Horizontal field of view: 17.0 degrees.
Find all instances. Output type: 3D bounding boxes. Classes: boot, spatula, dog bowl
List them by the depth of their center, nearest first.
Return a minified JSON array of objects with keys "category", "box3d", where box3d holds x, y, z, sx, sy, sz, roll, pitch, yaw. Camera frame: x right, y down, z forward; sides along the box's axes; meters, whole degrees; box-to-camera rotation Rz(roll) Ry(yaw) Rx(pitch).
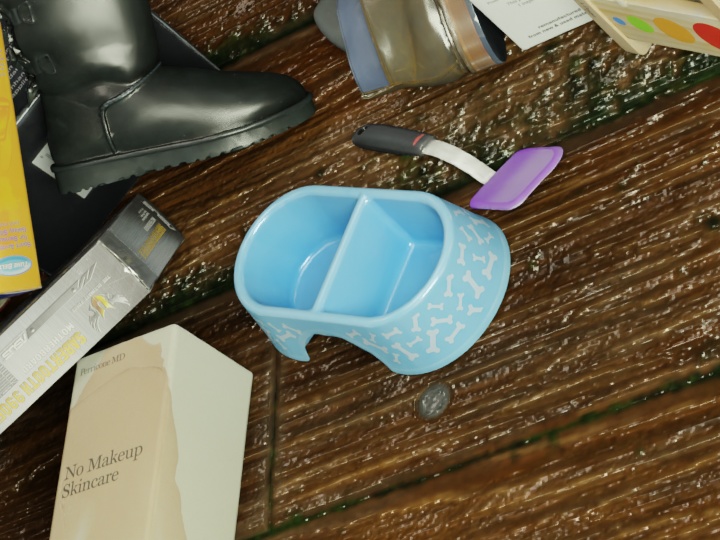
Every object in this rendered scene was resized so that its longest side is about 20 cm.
[{"category":"dog bowl","box3d":[0.000,0.000,1.499,0.200,0.050,0.112,5,66,45]},{"category":"spatula","box3d":[0.055,-0.072,1.517,0.057,0.021,0.200,-46,36,-17]},{"category":"boot","box3d":[0.014,-0.208,1.552,0.097,0.075,0.200,-23,82,18]},{"category":"boot","box3d":[-0.144,-0.150,1.616,0.198,0.163,0.073,-15,12,4]}]

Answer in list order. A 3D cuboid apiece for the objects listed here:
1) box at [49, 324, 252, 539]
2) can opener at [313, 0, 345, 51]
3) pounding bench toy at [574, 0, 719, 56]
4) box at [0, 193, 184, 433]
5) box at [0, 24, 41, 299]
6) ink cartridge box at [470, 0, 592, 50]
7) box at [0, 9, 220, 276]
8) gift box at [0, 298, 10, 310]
[{"category":"box","box3d":[-0.132,0.144,1.497,0.095,0.078,0.200,-22,49,33]},{"category":"can opener","box3d":[-0.036,-0.208,1.678,0.066,0.053,0.200,-53,40,0]},{"category":"pounding bench toy","box3d":[0.183,-0.214,1.366,0.156,0.200,0.124,20,76,49]},{"category":"box","box3d":[-0.211,0.044,1.605,0.200,0.048,0.158,-43,7,11]},{"category":"box","box3d":[-0.253,-0.056,1.593,0.119,0.041,0.200,169,90,-67]},{"category":"ink cartridge box","box3d":[0.077,-0.255,1.494,0.084,0.200,0.144,-22,49,30]},{"category":"box","box3d":[-0.237,-0.134,1.762,0.197,0.117,0.200,-51,42,2]},{"category":"gift box","box3d":[-0.385,0.010,1.714,0.200,0.187,0.185,-49,24,0]}]
